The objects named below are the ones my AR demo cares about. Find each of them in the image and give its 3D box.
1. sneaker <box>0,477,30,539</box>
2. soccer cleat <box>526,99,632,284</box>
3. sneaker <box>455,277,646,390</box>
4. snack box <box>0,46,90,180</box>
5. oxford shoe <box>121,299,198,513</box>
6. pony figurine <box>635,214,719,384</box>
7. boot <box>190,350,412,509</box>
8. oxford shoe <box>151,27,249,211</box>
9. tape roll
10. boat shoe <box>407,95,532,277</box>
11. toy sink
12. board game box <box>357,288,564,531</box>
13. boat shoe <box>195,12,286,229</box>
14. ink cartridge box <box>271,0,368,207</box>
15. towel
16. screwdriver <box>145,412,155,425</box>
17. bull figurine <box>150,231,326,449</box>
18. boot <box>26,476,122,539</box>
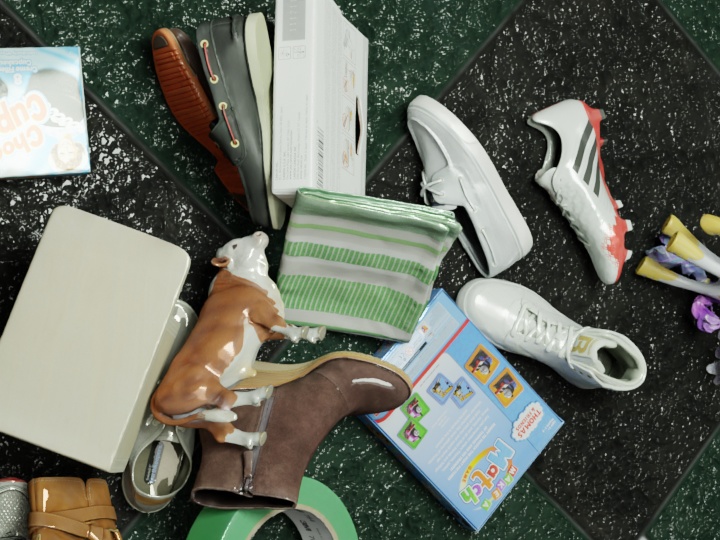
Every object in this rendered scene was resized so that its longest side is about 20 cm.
[{"bbox_3d":[-0.304,0.283,1.257,0.077,0.082,0.201,0,87,-23],"label":"sneaker"},{"bbox_3d":[0.230,-0.081,1.517,0.085,0.069,0.201,-11,89,-15],"label":"soccer cleat"},{"bbox_3d":[0.203,0.064,1.470,0.199,0.115,0.074,27,80,-19],"label":"sneaker"},{"bbox_3d":[-0.347,-0.138,1.279,0.199,0.037,0.117,-6,91,-24],"label":"snack box"},{"bbox_3d":[-0.180,0.126,1.331,0.075,0.058,0.201,11,81,-19],"label":"oxford shoe"},{"bbox_3d":[0.404,0.019,1.537,0.199,0.193,0.167,28,74,-1],"label":"pony figurine"},{"bbox_3d":[-0.052,0.155,1.319,0.199,0.073,0.167,2,43,1],"label":"boot"},{"bbox_3d":[-0.127,-0.152,1.363,0.073,0.071,0.201,-41,114,-23],"label":"oxford shoe"},{"bbox_3d":[-0.081,0.290,1.331,0.200,0.048,0.202,3,86,-47],"label":"tape roll"},{"bbox_3d":[0.098,-0.082,1.460,0.068,0.072,0.201,-40,112,-19],"label":"boat shoe"},{"bbox_3d":[-0.237,0.062,1.261,0.130,0.112,0.201,19,83,1],"label":"toy sink"},{"bbox_3d":[0.095,0.142,1.461,0.200,0.037,0.151,47,72,-14],"label":"board game box"},{"bbox_3d":[-0.105,-0.133,1.304,0.063,0.074,0.203,-5,113,10],"label":"boat shoe"},{"bbox_3d":[-0.037,-0.152,1.364,0.044,0.176,0.201,-2,80,15],"label":"ink cartridge box"},{"bbox_3d":[0.000,0.000,1.334,0.152,0.200,0.024,9,54,-7],"label":"towel"},{"bbox_3d":[-0.147,0.066,1.333,0.200,0.028,0.029,-53,139,-38],"label":"screwdriver"},{"bbox_3d":[-0.109,0.063,1.295,0.121,0.065,0.201,19,69,21],"label":"bull figurine"},{"bbox_3d":[-0.223,0.266,1.286,0.073,0.200,0.156,-22,65,17],"label":"boot"}]
